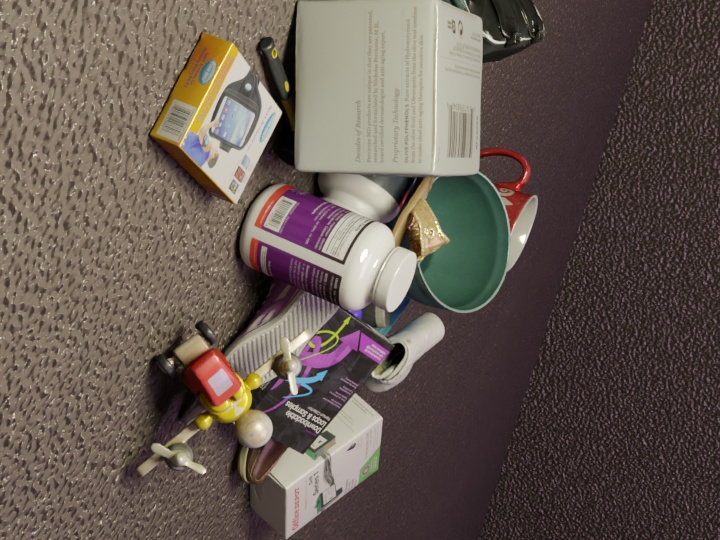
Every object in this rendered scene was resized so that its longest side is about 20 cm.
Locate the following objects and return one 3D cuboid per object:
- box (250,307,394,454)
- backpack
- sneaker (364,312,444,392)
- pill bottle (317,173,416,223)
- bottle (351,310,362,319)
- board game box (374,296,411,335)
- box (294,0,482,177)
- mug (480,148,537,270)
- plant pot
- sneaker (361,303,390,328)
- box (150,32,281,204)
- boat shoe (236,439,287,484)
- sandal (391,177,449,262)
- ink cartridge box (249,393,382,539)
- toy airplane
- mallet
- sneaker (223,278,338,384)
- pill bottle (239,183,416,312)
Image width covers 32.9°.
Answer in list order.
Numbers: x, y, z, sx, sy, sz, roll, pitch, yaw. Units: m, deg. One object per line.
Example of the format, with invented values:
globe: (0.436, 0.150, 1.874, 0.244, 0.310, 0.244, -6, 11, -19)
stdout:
box: (-0.061, 0.144, 1.635, 0.200, 0.036, 0.143, -50, 138, 4)
backpack: (0.131, -0.366, 1.583, 0.177, 0.150, 0.200, -22, 93, -52)
sneaker: (0.038, 0.146, 1.937, 0.116, 0.074, 0.200, -30, 165, -46)
pill bottle: (0.013, -0.131, 1.620, 0.200, 0.119, 0.120, -62, 162, -14)
bottle: (-0.086, 0.110, 1.678, 0.200, 0.084, 0.065, -48, -177, -16)
board game box: (0.005, 0.104, 1.892, 0.151, 0.047, 0.200, -51, 178, -41)
box: (0.037, -0.210, 1.432, 0.199, 0.171, 0.200, -13, 104, -69)
mug: (0.180, -0.111, 1.991, 0.178, 0.200, 0.133, -58, 160, -27)
plant pot: (0.097, -0.042, 1.712, 0.200, 0.134, 0.201, 0, 90, -44)
sneaker: (0.000, 0.000, 1.807, 0.200, 0.106, 0.075, -75, 166, -48)
box: (-0.143, -0.150, 1.278, 0.119, 0.041, 0.200, -64, 160, -9)
boat shoe: (-0.106, 0.218, 1.755, 0.202, 0.075, 0.075, -65, 148, -16)
sandal: (0.084, -0.059, 1.555, 0.078, 0.070, 0.212, 94, 17, -68)
ink cartridge box: (-0.068, 0.297, 1.869, 0.200, 0.084, 0.146, -34, 147, -29)
toy airplane: (-0.157, 0.158, 1.439, 0.199, 0.141, 0.200, -15, 144, -55)
mallet: (-0.080, -0.204, 1.406, 0.066, 0.041, 0.200, -58, 156, -29)
sneaker: (-0.110, 0.064, 1.582, 0.200, 0.114, 0.073, -40, 120, 3)
pill bottle: (-0.038, -0.023, 1.469, 0.112, 0.200, 0.113, -54, 159, -33)
